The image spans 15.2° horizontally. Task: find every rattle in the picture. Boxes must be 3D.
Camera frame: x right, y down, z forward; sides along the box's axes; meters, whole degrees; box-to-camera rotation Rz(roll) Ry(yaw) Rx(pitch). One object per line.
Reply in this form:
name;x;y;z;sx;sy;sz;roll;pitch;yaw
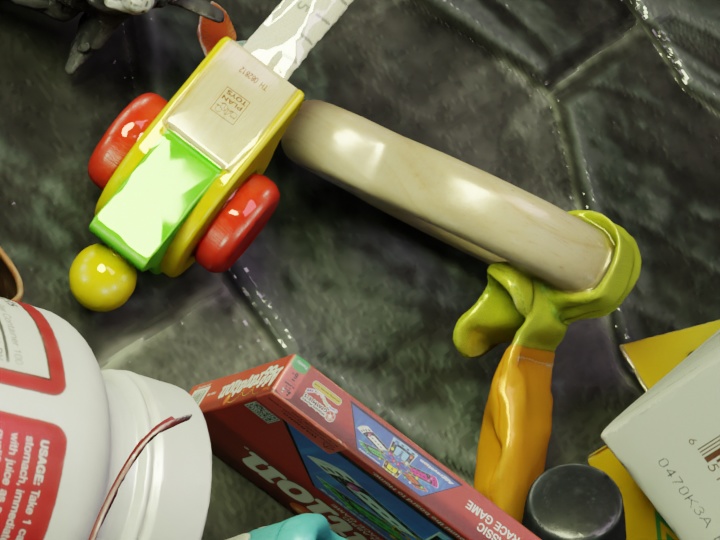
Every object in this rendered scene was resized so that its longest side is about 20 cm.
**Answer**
rattle;0.000;0.000;1.081;0.199;0.143;0.130;23;15;-7

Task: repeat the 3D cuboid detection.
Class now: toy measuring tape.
toy measuring tape;-0.044;-0.062;1.026;0.074;0.074;0.200;41;75;-11

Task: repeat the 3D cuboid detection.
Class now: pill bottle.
pill bottle;-0.153;0.057;0.855;0.199;0.112;0.113;16;53;-32

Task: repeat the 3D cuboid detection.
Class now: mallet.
mallet;0.148;0.143;1.030;0.200;0.066;0.041;29;57;14

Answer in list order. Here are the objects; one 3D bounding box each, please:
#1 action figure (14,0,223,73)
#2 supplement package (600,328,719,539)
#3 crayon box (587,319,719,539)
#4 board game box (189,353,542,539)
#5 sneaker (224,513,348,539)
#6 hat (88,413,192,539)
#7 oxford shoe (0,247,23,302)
action figure;-0.134;-0.126;0.985;0.199;0.119;0.102;20;35;-16
supplement package;0.212;0.046;1.089;0.117;0.117;0.200;53;43;3
crayon box;0.178;0.118;1.135;0.127;0.051;0.201;-10;70;-44
board game box;0.030;0.101;0.987;0.200;0.103;0.019;38;70;-14
sneaker;0.030;0.152;0.968;0.200;0.080;0.078;31;47;-21
hat;-0.117;0.179;0.754;0.165;0.176;0.201;-11;70;-43
oxford shoe;-0.187;-0.050;0.928;0.200;0.071;0.071;47;45;-3
